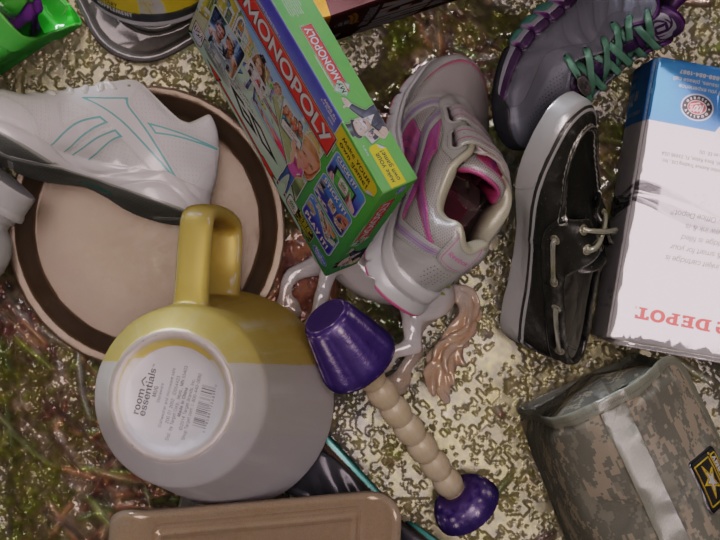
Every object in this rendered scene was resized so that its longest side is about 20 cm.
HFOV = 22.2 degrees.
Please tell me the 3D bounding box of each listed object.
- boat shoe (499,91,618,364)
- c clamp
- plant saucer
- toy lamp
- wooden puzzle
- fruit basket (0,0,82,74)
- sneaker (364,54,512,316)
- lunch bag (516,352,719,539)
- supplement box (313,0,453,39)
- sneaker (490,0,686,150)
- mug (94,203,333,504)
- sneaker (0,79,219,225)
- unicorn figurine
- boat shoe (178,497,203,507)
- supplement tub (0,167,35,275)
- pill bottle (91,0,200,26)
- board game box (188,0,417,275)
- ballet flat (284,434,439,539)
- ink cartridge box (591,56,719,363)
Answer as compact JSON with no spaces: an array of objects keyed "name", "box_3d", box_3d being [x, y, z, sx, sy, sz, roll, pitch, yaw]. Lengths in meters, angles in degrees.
[{"name":"boat shoe","box_3d":[0.146,-0.027,1.261,0.063,0.071,0.201,29,132,31]},{"name":"c clamp","box_3d":[-0.145,-0.258,1.312,0.170,0.027,0.202,-21,91,-3]},{"name":"plant saucer","box_3d":[-0.152,-0.030,1.311,0.198,0.029,0.202,0,89,-3]},{"name":"toy lamp","box_3d":[0.028,0.100,1.267,0.058,0.058,0.200,-39,119,-3]},{"name":"wooden puzzle","box_3d":[-0.074,0.243,1.254,0.198,0.037,0.187,-1,103,-15]},{"name":"fruit basket","box_3d":[-0.269,-0.240,1.236,0.213,0.156,0.218,2,102,9]},{"name":"sneaker","box_3d":[0.068,-0.067,1.264,0.081,0.088,0.202,31,54,-34]},{"name":"lunch bag","box_3d":[0.193,0.149,1.246,0.117,0.200,0.165,-24,91,-3]},{"name":"supplement box","box_3d":[0.011,-0.276,1.258,0.198,0.133,0.199,-19,91,-10]},{"name":"sneaker","box_3d":[0.168,-0.161,1.264,0.200,0.087,0.075,-53,131,-24]},{"name":"mug","box_3d":[-0.113,0.068,1.213,0.149,0.153,0.188,-31,81,7]},{"name":"sneaker","box_3d":[-0.188,-0.096,1.256,0.199,0.070,0.081,20,77,-23]},{"name":"unicorn figurine","box_3d":[0.000,0.000,1.306,0.199,0.074,0.138,32,88,-19]},{"name":"boat shoe","box_3d":[-0.110,0.223,1.293,0.071,0.069,0.202,19,89,-3]},{"name":"supplement tub","box_3d":[-0.327,-0.003,1.240,0.145,0.145,0.201,36,90,-3]},{"name":"pill bottle","box_3d":[-0.141,-0.259,1.193,0.111,0.200,0.113,0,61,-1]},{"name":"board game box","box_3d":[-0.042,-0.111,1.192,0.029,0.135,0.201,-24,76,-24]},{"name":"ballet flat","box_3d":[0.015,0.193,1.302,0.200,0.073,0.073,41,88,3]},{"name":"ink cartridge box","box_3d":[0.254,-0.038,1.306,0.145,0.086,0.202,10,91,-3]}]
